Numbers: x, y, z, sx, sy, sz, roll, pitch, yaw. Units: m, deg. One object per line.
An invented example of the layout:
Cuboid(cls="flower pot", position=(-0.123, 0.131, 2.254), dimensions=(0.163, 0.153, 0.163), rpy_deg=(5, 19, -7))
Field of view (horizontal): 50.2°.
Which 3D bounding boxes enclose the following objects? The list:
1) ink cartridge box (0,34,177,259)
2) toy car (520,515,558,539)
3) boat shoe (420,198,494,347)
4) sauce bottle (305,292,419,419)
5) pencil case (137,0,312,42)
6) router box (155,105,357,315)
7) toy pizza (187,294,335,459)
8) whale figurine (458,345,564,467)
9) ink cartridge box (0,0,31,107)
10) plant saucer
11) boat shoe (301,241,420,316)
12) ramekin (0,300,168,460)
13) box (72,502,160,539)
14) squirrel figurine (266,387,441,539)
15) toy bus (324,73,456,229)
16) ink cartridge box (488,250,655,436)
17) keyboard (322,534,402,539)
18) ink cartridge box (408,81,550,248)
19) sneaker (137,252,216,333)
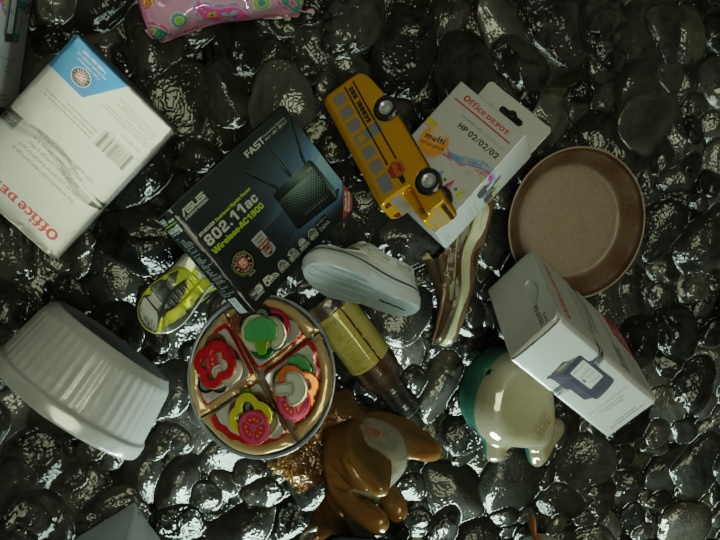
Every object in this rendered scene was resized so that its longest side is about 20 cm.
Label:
Cuboid(cls="ink cartridge box", position=(-0.330, -0.140, 0.880), dimensions=(0.145, 0.084, 0.200), rpy_deg=(44, 90, -15))
Cuboid(cls="toy car", position=(0.263, 0.449, 1.070), dimensions=(0.180, 0.177, 0.204), rpy_deg=(-17, 91, 5))
Cuboid(cls="boat shoe", position=(0.112, -0.007, 1.001), dimensions=(0.073, 0.075, 0.207), rpy_deg=(14, 91, -1))
Cuboid(cls="sauce bottle", position=(0.006, 0.110, 1.000), dimensions=(0.064, 0.065, 0.202), rpy_deg=(-35, 104, -2))
Cuboid(cls="pencil case", position=(-0.155, -0.319, 0.880), dimensions=(0.195, 0.087, 0.090), rpy_deg=(-13, 103, -9))
Cuboid(cls="router box", position=(-0.117, -0.071, 0.906), dimensions=(0.150, 0.062, 0.200), rpy_deg=(49, 65, -15))
Cuboid(cls="toy pizza", position=(-0.127, 0.131, 0.953), dimensions=(0.195, 0.032, 0.206), rpy_deg=(-1, 84, 12))
Cuboid(cls="whale figurine", position=(0.206, 0.185, 1.047), dimensions=(0.160, 0.103, 0.200), rpy_deg=(-54, 129, -13))
Cuboid(cls="ink cartridge box", position=(-0.434, -0.288, 0.800), dimensions=(0.143, 0.146, 0.205), rpy_deg=(10, 98, -12))
Cuboid(cls="plant saucer", position=(0.286, -0.065, 1.034), dimensions=(0.195, 0.037, 0.206), rpy_deg=(-2, 102, -10))
Cuboid(cls="boat shoe", position=(0.000, 0.000, 0.950), dimensions=(0.073, 0.068, 0.199), rpy_deg=(-20, 149, 32))
Cuboid(cls="ramekin", position=(-0.311, 0.119, 0.882), dimensions=(0.201, 0.202, 0.095), rpy_deg=(39, 80, -15))
Cuboid(cls="box", position=(-0.344, 0.416, 0.976), dimensions=(0.197, 0.097, 0.126), rpy_deg=(-31, 104, -4))
Cuboid(cls="squirrel figurine", position=(-0.026, 0.267, 1.000), dimensions=(0.199, 0.141, 0.189), rpy_deg=(36, 121, 19))
Cuboid(cls="toy bus", position=(0.036, -0.135, 0.902), dimensions=(0.077, 0.065, 0.203), rpy_deg=(-31, 68, 10))
Cuboid(cls="ink cartridge box", position=(0.265, 0.092, 0.980), dimensions=(0.199, 0.146, 0.084), rpy_deg=(37, 114, -25))
Cuboid(cls="keyboard", position=(-0.005, 0.366, 0.946), dimensions=(0.103, 0.040, 0.199), rpy_deg=(-36, 143, 23))
Cuboid(cls="ink cartridge box", position=(0.128, -0.145, 0.946), dimensions=(0.200, 0.068, 0.115), rpy_deg=(-47, 67, 1))
Cuboid(cls="sneaker", position=(-0.197, -0.002, 0.940), dimensions=(0.199, 0.084, 0.075), rpy_deg=(-40, 103, -23))
